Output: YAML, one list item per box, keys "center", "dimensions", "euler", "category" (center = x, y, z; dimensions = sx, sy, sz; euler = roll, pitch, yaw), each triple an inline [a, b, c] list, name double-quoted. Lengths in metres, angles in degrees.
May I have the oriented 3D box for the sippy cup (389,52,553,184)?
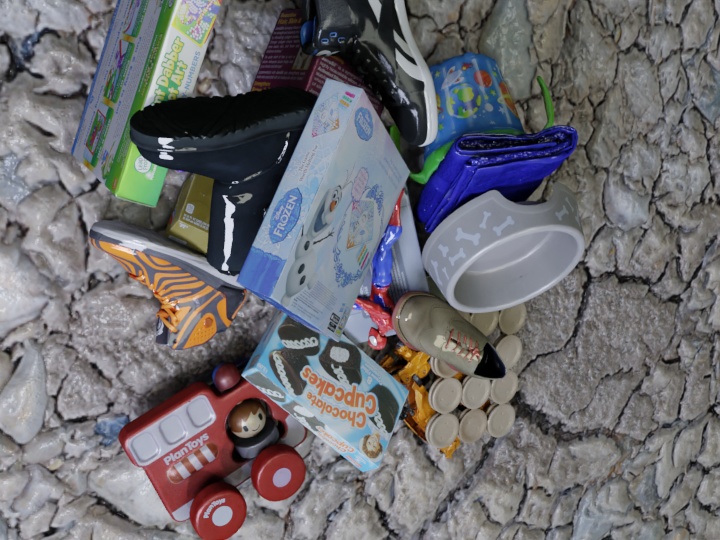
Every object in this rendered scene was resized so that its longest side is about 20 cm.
- center: [0.130, -0.180, 1.052]
  dimensions: [0.175, 0.140, 0.133]
  euler: [-6, 74, -18]
  category: "sippy cup"

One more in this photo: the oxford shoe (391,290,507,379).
- center: [0.114, 0.080, 1.066]
  dimensions: [0.199, 0.074, 0.071]
  euler: [29, 84, -45]
  category: "oxford shoe"

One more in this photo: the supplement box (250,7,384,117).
- center: [-0.054, -0.172, 0.956]
  dimensions: [0.102, 0.130, 0.203]
  euler: [22, 90, -33]
  category: "supplement box"

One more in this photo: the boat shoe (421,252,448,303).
- center: [0.099, 0.003, 1.147]
  dimensions: [0.199, 0.068, 0.072]
  euler: [-42, 125, 8]
  category: "boat shoe"

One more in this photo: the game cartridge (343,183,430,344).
- center: [0.010, -0.014, 1.078]
  dimensions: [0.131, 0.041, 0.203]
  euler: [-14, 110, -1]
  category: "game cartridge"

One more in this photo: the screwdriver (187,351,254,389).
- center: [-0.125, 0.102, 1.083]
  dimensions: [0.198, 0.028, 0.029]
  euler: [-30, 148, -21]
  category: "screwdriver"

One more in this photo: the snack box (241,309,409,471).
- center: [-0.038, 0.137, 1.064]
  dimensions: [0.199, 0.037, 0.117]
  euler: [41, 51, -18]
  category: "snack box"

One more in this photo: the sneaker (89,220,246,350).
- center: [-0.219, 0.025, 0.973]
  dimensions: [0.198, 0.077, 0.114]
  euler: [24, 93, -32]
  category: "sneaker"

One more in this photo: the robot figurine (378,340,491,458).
- center: [0.098, 0.159, 1.199]
  dimensions: [0.145, 0.058, 0.201]
  euler: [-44, 122, -10]
  category: "robot figurine"

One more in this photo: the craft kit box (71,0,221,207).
- center: [-0.209, -0.182, 0.839]
  dimensions: [0.048, 0.197, 0.203]
  euler: [15, 100, -30]
  category: "craft kit box"

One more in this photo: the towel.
- center: [0.150, -0.099, 1.013]
  dimensions: [0.145, 0.200, 0.050]
  euler: [-7, 74, -13]
  category: "towel"

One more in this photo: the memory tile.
- center: [0.154, 0.136, 1.181]
  dimensions: [0.151, 0.017, 0.204]
  euler: [-5, 107, -31]
  category: "memory tile"

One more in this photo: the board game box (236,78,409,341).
- center: [-0.027, -0.048, 0.853]
  dimensions: [0.202, 0.043, 0.200]
  euler: [-66, 160, -8]
  category: "board game box"

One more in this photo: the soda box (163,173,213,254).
- center: [-0.112, -0.036, 0.984]
  dimensions: [0.198, 0.064, 0.069]
  euler: [25, 66, -21]
  category: "soda box"

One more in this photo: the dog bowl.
- center: [0.174, -0.020, 1.038]
  dimensions: [0.197, 0.059, 0.201]
  euler: [-15, 151, -8]
  category: "dog bowl"

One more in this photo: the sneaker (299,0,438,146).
- center: [0.000, -0.207, 0.868]
  dimensions: [0.111, 0.073, 0.203]
  euler: [-24, 104, -23]
  category: "sneaker"

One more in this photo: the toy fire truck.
- center: [-0.164, 0.201, 1.037]
  dimensions: [0.198, 0.112, 0.170]
  euler: [-31, 120, -17]
  category: "toy fire truck"

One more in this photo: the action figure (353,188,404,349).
- center: [0.000, 0.000, 1.032]
  dimensions: [0.097, 0.065, 0.204]
  euler: [-4, 109, -7]
  category: "action figure"

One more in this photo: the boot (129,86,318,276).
- center: [-0.120, -0.069, 0.795]
  dimensions: [0.199, 0.076, 0.171]
  euler: [-21, 133, -45]
  category: "boot"
